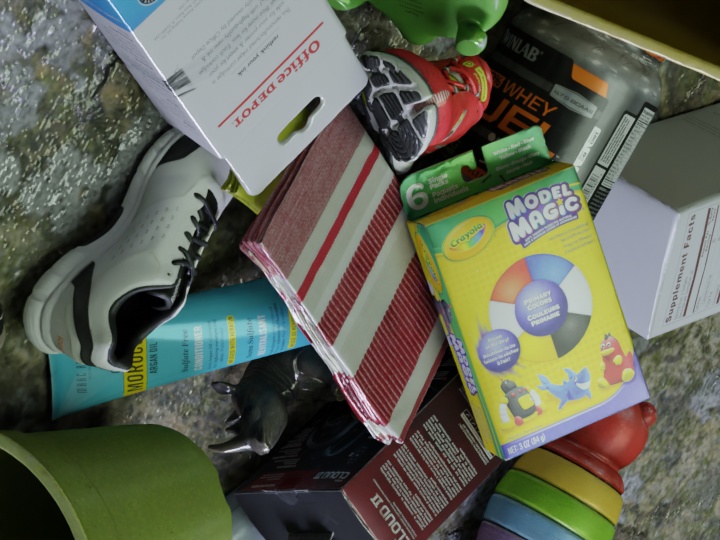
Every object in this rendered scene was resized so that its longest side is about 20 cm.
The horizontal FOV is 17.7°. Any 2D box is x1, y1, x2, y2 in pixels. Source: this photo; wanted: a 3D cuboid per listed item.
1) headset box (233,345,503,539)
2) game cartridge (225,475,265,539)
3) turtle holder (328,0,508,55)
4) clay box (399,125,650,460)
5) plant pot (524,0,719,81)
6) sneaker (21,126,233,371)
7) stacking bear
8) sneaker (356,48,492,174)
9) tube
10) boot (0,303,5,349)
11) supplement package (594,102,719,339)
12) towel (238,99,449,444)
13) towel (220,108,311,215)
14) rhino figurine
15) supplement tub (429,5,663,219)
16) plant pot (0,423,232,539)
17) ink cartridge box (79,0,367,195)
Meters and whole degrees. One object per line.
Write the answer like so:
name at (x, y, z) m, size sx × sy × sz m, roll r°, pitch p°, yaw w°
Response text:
headset box at (0.017, 0.134, 1.640) m, size 0.200 × 0.149 × 0.077 m, roll -44°, pitch 107°, yaw -29°
game cartridge at (-0.056, 0.228, 1.757) m, size 0.133 × 0.040 × 0.200 m, roll -36°, pitch 138°, yaw -18°
turtle holder at (0.056, -0.215, 1.467) m, size 0.186 × 0.141 × 0.132 m, roll 49°, pitch 62°, yaw -41°
clay box at (0.110, 0.014, 1.569) m, size 0.115 × 0.048 × 0.200 m, roll -23°, pitch 103°, yaw -12°
plant pot at (0.226, -0.251, 1.557) m, size 0.200 × 0.194 × 0.196 m, roll -83°, pitch -164°, yaw -75°
sneaker at (-0.122, -0.015, 1.467) m, size 0.200 × 0.080 × 0.074 m, roll -53°, pitch 140°, yaw -14°
stacking bear at (0.170, 0.186, 1.915) m, size 0.200 × 0.121 × 0.114 m, roll -60°, pitch 150°, yaw -9°
sneaker at (0.046, -0.118, 1.517) m, size 0.085 × 0.077 × 0.200 m, roll -26°, pitch 180°, yaw -3°
tube at (-0.114, 0.043, 1.543) m, size 0.199 × 0.050 × 0.078 m, roll -14°, pitch 121°, yaw -22°
boot at (-0.279, -0.010, 1.318) m, size 0.200 × 0.073 × 0.151 m, roll -4°, pitch 120°, yaw -39°
supplement package at (0.262, -0.044, 1.827) m, size 0.200 × 0.117 × 0.118 m, roll -18°, pitch 129°, yaw -38°
towel at (0.000, 0.000, 1.534) m, size 0.200 × 0.023 × 0.144 m, roll 57°, pitch 45°, yaw -34°
towel at (-0.035, -0.056, 1.544) m, size 0.200 × 0.018 × 0.086 m, roll 39°, pitch 60°, yaw -60°
rhino figurine at (-0.030, 0.066, 1.621) m, size 0.200 × 0.087 × 0.060 m, roll -39°, pitch 141°, yaw -21°
supplement tub at (0.133, -0.100, 1.645) m, size 0.122 × 0.122 × 0.200 m, roll 21°, pitch 100°, yaw -51°
plant pot at (-0.185, 0.175, 1.482) m, size 0.190 × 0.200 × 0.201 m, roll -17°, pitch 129°, yaw -56°
ink cartridge box at (-0.088, -0.153, 1.403) m, size 0.116 × 0.067 × 0.200 m, roll -46°, pitch 136°, yaw -12°
